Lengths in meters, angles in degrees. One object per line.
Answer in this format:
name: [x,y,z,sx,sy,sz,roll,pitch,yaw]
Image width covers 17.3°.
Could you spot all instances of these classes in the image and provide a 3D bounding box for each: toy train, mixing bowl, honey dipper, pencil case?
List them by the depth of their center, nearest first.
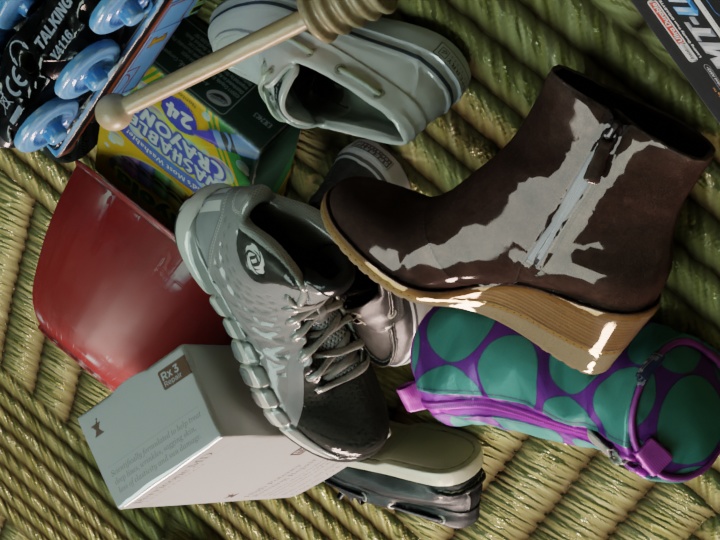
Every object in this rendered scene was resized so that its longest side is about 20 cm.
honey dipper: [-0.071,-0.126,1.349,0.200,0.038,0.038,-22,115,27]
toy train: [-0.157,-0.149,1.402,0.087,0.114,0.200,49,130,12]
pencil case: [0.120,0.067,1.404,0.200,0.092,0.085,10,137,49]
mixing bowl: [-0.151,0.028,1.626,0.200,0.108,0.200,39,177,2]

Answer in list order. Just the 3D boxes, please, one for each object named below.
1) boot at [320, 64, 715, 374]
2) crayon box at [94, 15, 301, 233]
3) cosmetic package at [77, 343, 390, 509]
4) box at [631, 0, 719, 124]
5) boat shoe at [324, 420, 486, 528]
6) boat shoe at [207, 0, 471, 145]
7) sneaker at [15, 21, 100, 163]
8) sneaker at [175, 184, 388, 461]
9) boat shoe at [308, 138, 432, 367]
boot: [0.083,-0.048,1.293,0.200,0.072,0.166,27,128,13]
crayon box: [-0.110,-0.078,1.560,0.126,0.052,0.200,39,153,12]
cosmetic package: [-0.079,0.102,1.558,0.102,0.200,0.074,-35,71,28]
box: [0.215,-0.121,1.060,0.200,0.050,0.198,52,153,-16]
boat shoe: [0.008,0.138,1.677,0.199,0.075,0.066,8,125,35]
boat shoe: [-0.030,-0.117,1.372,0.200,0.067,0.074,12,143,46]
sneaker: [-0.240,-0.171,1.595,0.115,0.075,0.200,14,128,53]
sneaker: [-0.029,0.032,1.437,0.200,0.075,0.115,55,151,-14]
boat shoe: [0.000,0.000,1.512,0.069,0.057,0.200,28,148,28]
